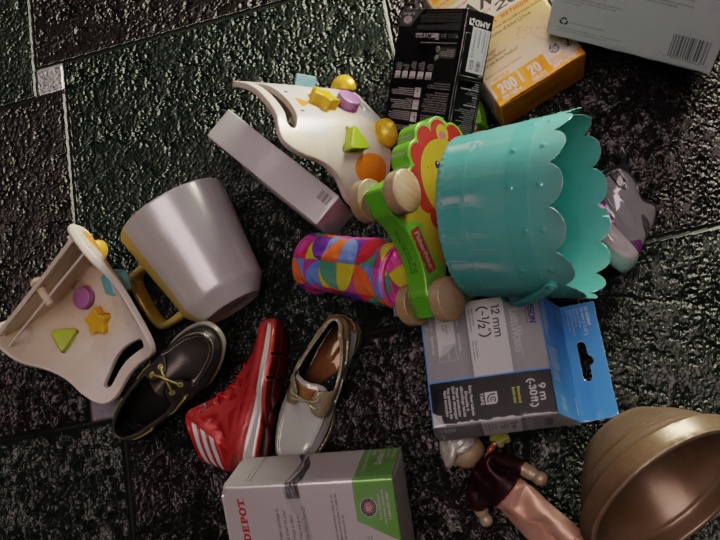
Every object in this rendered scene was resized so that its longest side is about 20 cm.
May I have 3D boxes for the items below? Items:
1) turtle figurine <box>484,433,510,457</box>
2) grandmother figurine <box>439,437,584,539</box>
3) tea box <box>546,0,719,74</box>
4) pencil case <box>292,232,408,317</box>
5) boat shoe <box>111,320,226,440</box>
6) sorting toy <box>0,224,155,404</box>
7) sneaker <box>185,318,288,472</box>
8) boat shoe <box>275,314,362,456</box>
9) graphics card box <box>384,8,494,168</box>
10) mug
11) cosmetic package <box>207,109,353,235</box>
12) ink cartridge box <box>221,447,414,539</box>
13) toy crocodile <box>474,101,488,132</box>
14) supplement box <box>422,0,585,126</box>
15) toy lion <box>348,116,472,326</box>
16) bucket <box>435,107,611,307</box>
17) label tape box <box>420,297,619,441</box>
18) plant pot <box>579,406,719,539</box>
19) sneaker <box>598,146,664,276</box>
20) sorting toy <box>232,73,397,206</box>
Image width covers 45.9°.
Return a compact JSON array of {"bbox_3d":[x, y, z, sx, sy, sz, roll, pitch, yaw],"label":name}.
[{"bbox_3d":[0.162,0.113,1.014,0.161,0.064,0.200,-19,74,9],"label":"turtle figurine"},{"bbox_3d":[0.168,0.253,0.975,0.200,0.061,0.121,43,118,10],"label":"grandmother figurine"},{"bbox_3d":[0.349,-0.361,0.998,0.200,0.134,0.197,20,56,16],"label":"tea box"},{"bbox_3d":[0.000,0.000,1.025,0.200,0.088,0.088,12,79,52],"label":"pencil case"},{"bbox_3d":[-0.241,0.144,1.067,0.072,0.061,0.201,43,115,2],"label":"boat shoe"},{"bbox_3d":[-0.351,0.072,1.108,0.200,0.107,0.180,-46,76,19],"label":"sorting toy"},{"bbox_3d":[-0.163,0.154,1.076,0.115,0.078,0.200,7,79,13],"label":"sneaker"},{"bbox_3d":[-0.061,0.148,1.057,0.075,0.068,0.200,17,83,16],"label":"boat shoe"},{"bbox_3d":[0.090,-0.219,1.051,0.125,0.051,0.200,20,105,51],"label":"graphics card box"},{"bbox_3d":[-0.210,-0.008,1.110,0.149,0.187,0.153,-29,80,-28],"label":"mug"},{"bbox_3d":[-0.105,-0.125,1.120,0.200,0.083,0.051,39,92,18],"label":"cosmetic package"},{"bbox_3d":[-0.045,0.293,0.988,0.200,0.084,0.146,-6,102,12],"label":"ink cartridge box"},{"bbox_3d":[0.138,-0.120,1.069,0.067,0.062,0.200,3,79,18],"label":"toy crocodile"},{"bbox_3d":[0.181,-0.305,1.094,0.126,0.074,0.200,-32,73,4],"label":"supplement box"},{"bbox_3d":[0.087,-0.064,0.945,0.069,0.192,0.200,-12,106,43],"label":"toy lion"},{"bbox_3d":[0.175,-0.062,0.895,0.135,0.207,0.207,-4,77,29],"label":"bucket"},{"bbox_3d":[0.173,0.102,0.945,0.200,0.066,0.143,-10,63,10],"label":"label tape box"},{"bbox_3d":[0.308,0.214,0.913,0.201,0.201,0.093,-38,42,3],"label":"plant pot"},{"bbox_3d":[0.270,-0.100,1.030,0.200,0.078,0.140,35,84,3],"label":"sneaker"},{"bbox_3d":[-0.065,-0.182,1.044,0.200,0.180,0.107,50,117,28],"label":"sorting toy"}]
